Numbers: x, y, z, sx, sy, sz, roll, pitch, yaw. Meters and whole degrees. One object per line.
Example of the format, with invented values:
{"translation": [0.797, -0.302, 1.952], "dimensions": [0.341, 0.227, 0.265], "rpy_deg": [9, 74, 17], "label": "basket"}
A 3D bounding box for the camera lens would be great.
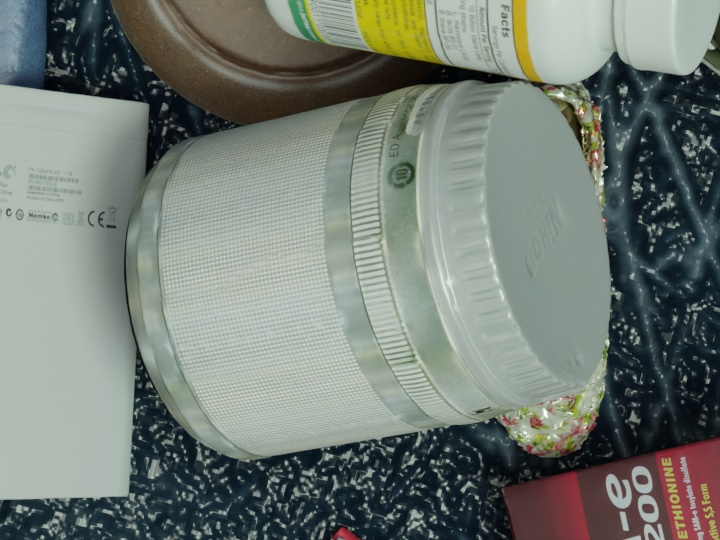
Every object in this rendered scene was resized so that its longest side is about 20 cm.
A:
{"translation": [0.000, 0.000, 1.251], "dimensions": [0.199, 0.160, 0.161], "rpy_deg": [-12, 90, 27], "label": "camera lens"}

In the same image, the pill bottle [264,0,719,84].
{"translation": [0.063, -0.148, 1.217], "dimensions": [0.199, 0.113, 0.113], "rpy_deg": [12, 89, 21], "label": "pill bottle"}

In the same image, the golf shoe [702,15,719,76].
{"translation": [0.169, -0.153, 1.309], "dimensions": [0.200, 0.097, 0.078], "rpy_deg": [42, 110, 1], "label": "golf shoe"}

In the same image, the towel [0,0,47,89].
{"translation": [-0.215, -0.069, 1.329], "dimensions": [0.111, 0.049, 0.201], "rpy_deg": [2, 89, -2], "label": "towel"}

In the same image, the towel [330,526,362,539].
{"translation": [-0.009, 0.252, 1.344], "dimensions": [0.144, 0.022, 0.200], "rpy_deg": [35, 88, -2], "label": "towel"}

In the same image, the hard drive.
{"translation": [-0.162, 0.012, 1.299], "dimensions": [0.027, 0.132, 0.201], "rpy_deg": [2, 88, 41], "label": "hard drive"}

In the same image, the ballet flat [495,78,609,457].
{"translation": [0.091, -0.004, 1.328], "dimensions": [0.075, 0.064, 0.201], "rpy_deg": [-3, 90, -2], "label": "ballet flat"}

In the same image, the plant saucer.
{"translation": [-0.035, -0.172, 1.342], "dimensions": [0.200, 0.034, 0.201], "rpy_deg": [0, 89, 0], "label": "plant saucer"}

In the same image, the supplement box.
{"translation": [0.180, 0.137, 1.297], "dimensions": [0.199, 0.061, 0.109], "rpy_deg": [-15, 80, 16], "label": "supplement box"}
